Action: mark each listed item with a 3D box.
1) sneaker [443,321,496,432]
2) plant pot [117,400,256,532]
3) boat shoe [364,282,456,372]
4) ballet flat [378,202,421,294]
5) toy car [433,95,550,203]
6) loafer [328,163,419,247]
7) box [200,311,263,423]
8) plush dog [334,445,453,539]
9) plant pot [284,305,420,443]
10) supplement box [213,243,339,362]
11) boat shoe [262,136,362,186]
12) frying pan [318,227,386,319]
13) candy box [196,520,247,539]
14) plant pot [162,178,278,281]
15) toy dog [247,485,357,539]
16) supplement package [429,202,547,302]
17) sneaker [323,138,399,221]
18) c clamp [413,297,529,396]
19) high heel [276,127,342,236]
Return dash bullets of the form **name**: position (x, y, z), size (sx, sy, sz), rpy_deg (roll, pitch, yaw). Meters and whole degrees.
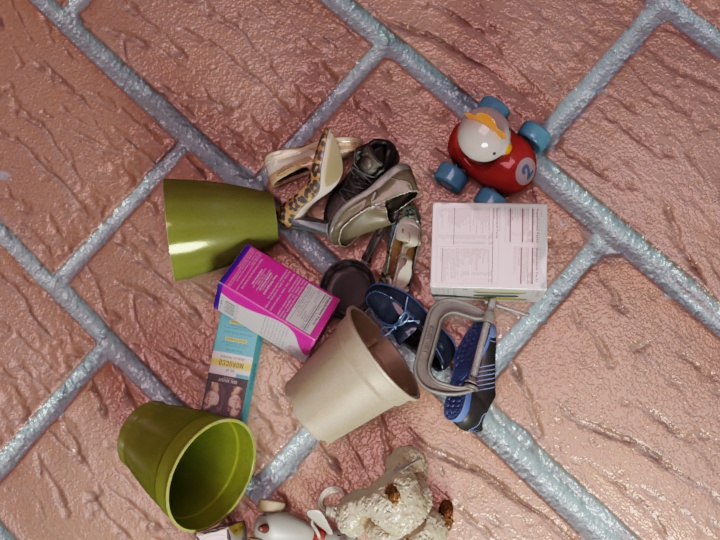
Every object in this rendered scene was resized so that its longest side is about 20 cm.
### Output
- **sneaker**: position (0.210, 0.189, 1.576), size (0.070, 0.078, 0.202), rpy_deg (-2, 61, 51)
- **plant pot**: position (-0.321, 0.321, 1.547), size (0.191, 0.200, 0.202), rpy_deg (19, 81, 36)
- **boat shoe**: position (0.090, 0.100, 1.570), size (0.199, 0.084, 0.069), rpy_deg (35, 41, -2)
- **ballet flat**: position (0.082, -0.032, 1.626), size (0.073, 0.074, 0.203), rpy_deg (9, 85, 9)
- **toy car**: position (0.237, -0.225, 1.578), size (0.176, 0.200, 0.185), rpy_deg (33, 85, 12)
- **loafer**: position (0.026, -0.109, 1.607), size (0.200, 0.075, 0.070), rpy_deg (-42, 62, 10)
- **box**: position (-0.236, 0.181, 1.639), size (0.081, 0.049, 0.203), rpy_deg (9, 80, 9)
- **plush dog**: position (0.082, 0.423, 1.503), size (0.200, 0.160, 0.172), rpy_deg (-40, 100, -16)
- **plant pot**: position (-0.026, 0.197, 1.552), size (0.183, 0.200, 0.201), rpy_deg (-38, 77, 11)
- **supplement box**: position (-0.152, 0.060, 1.590), size (0.199, 0.101, 0.104), rpy_deg (32, 58, 3)
- **boat shoe**: position (-0.086, -0.204, 1.684), size (0.197, 0.074, 0.070), rpy_deg (-12, 82, 14)
- **frying pan**: position (-0.016, -0.001, 1.649), size (0.113, 0.031, 0.193), rpy_deg (7, 78, 19)
- **candy box**: position (-0.222, 0.544, 1.526), size (0.060, 0.136, 0.203), rpy_deg (-14, 79, 2)
- **plant pot**: position (-0.256, -0.085, 1.640), size (0.197, 0.187, 0.190), rpy_deg (-6, 78, -9)
- **toy dog**: position (-0.108, 0.457, 1.540), size (0.197, 0.096, 0.134), rpy_deg (-9, 80, 0)
- **supplement package**: position (0.226, -0.029, 1.568), size (0.197, 0.152, 0.153), rpy_deg (1, 80, 7)
- **sneaker**: position (-0.006, -0.166, 1.644), size (0.076, 0.114, 0.200), rpy_deg (41, 90, 13)
- **c clamp**: position (0.185, 0.130, 1.530), size (0.169, 0.027, 0.202), rpy_deg (22, 72, 5)
- **high heel**: position (-0.106, -0.171, 1.640), size (0.141, 0.071, 0.203), rpy_deg (15, 109, 33)
